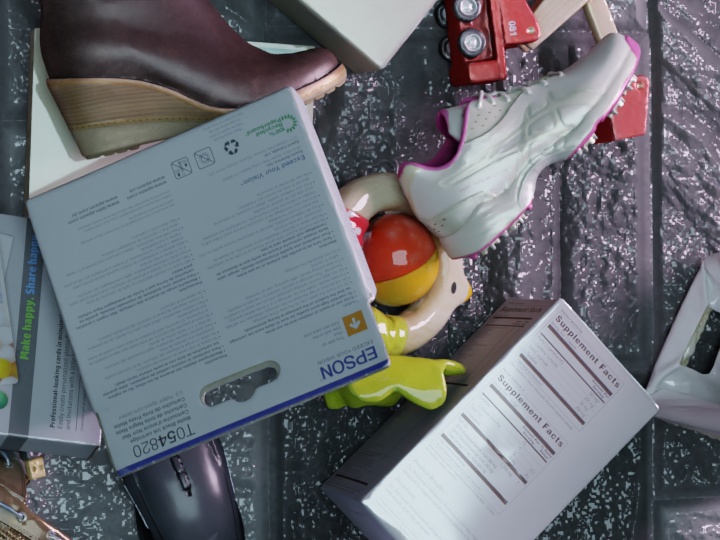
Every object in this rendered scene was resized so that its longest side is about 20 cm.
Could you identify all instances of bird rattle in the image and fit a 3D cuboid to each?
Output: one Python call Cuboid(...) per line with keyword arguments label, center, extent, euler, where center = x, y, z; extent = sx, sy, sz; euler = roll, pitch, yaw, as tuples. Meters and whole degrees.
Cuboid(label="bird rattle", center=(0.000, 0.000, 1.533), extent=(0.163, 0.113, 0.200), euler=(-38, 105, -35))

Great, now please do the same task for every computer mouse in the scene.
Cuboid(label="computer mouse", center=(-0.156, 0.135, 1.506), extent=(0.140, 0.046, 0.200), euler=(-15, 95, -17))

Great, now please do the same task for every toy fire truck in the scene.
Cuboid(label="toy fire truck", center=(0.127, -0.186, 1.585), extent=(0.141, 0.049, 0.200), euler=(-8, 92, -17))

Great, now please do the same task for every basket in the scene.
Cuboid(label="basket", center=(0.315, 0.074, 1.570), extent=(0.123, 0.200, 0.136), euler=(28, 83, -20))

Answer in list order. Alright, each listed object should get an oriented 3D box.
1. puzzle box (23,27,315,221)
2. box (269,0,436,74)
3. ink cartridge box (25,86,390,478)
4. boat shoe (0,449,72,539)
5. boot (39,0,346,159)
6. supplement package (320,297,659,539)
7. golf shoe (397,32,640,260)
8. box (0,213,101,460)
Cuboid(label="puzzle box", center=(-0.130, -0.095, 1.522), extent=(0.200, 0.025, 0.133), euler=(3, 90, -17))
Cuboid(label="box", center=(-0.045, -0.228, 1.523), extent=(0.200, 0.068, 0.082), euler=(41, 80, -14))
Cuboid(label="ink cartridge box", center=(-0.096, 0.009, 1.420), extent=(0.200, 0.041, 0.200), euler=(-22, 75, 9))
Cuboid(label="boat shoe", center=(-0.256, 0.158, 1.471), extent=(0.200, 0.072, 0.072), euler=(46, 63, -11))
Cuboid(label="boot", center=(-0.118, -0.174, 1.472), extent=(0.200, 0.072, 0.166), euler=(-14, 97, -13))
Cuboid(label="supplement package", center=(0.090, 0.125, 1.544), extent=(0.200, 0.114, 0.110), euler=(-44, 101, -11))
Cuboid(label="golf shoe", center=(0.110, -0.101, 1.522), extent=(0.092, 0.075, 0.200), euler=(44, 81, -7))
Cuboid(label="box", center=(-0.267, 0.036, 1.449), extent=(0.200, 0.041, 0.156), euler=(8, 67, -15))
